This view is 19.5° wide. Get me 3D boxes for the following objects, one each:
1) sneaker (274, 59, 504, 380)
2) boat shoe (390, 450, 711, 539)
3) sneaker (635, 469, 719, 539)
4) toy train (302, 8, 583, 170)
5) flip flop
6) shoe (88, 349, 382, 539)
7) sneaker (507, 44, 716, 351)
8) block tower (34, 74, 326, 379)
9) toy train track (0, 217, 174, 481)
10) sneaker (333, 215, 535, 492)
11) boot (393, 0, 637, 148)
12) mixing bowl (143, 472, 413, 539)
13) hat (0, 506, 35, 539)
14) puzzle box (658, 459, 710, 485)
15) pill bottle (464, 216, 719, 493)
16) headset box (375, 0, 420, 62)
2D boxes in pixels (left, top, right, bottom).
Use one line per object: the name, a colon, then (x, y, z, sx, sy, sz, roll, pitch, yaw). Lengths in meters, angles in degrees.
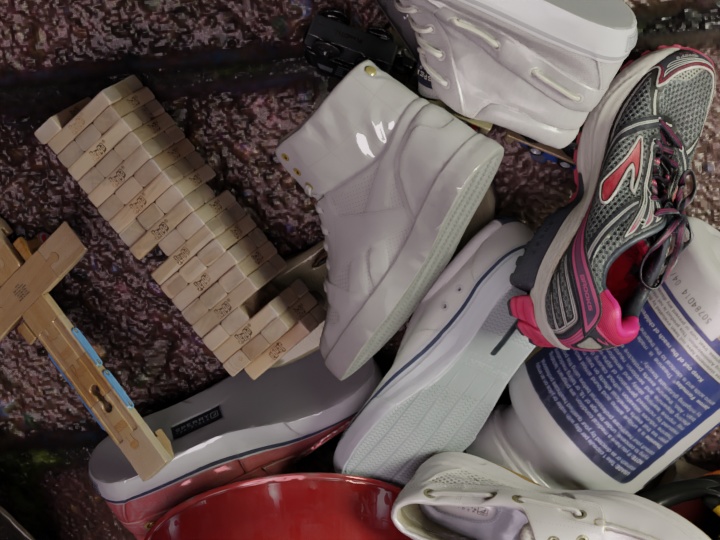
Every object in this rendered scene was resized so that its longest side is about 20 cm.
sneaker: (-0.004, -0.033, 1.216, 0.116, 0.074, 0.200, 38, 131, 11)
boat shoe: (0.111, 0.165, 1.228, 0.200, 0.069, 0.071, 12, 114, 24)
sneaker: (0.238, 0.152, 1.294, 0.200, 0.090, 0.070, -15, 87, -8)
toy train: (0.059, -0.103, 1.255, 0.200, 0.034, 0.046, 21, 155, -3)
flip flop: (0.000, 0.000, 1.293, 0.200, 0.058, 0.081, -32, 107, 11)
shoe: (-0.069, 0.121, 1.351, 0.200, 0.072, 0.091, -23, 127, 6)
sneaker: (0.164, -0.039, 1.214, 0.081, 0.075, 0.200, 37, 70, -37)
block tower: (-0.107, -0.028, 1.267, 0.058, 0.054, 0.200, -40, 91, 26)
toy train track: (-0.180, 0.044, 1.319, 0.115, 0.033, 0.200, -42, 80, 27)
sneaker: (0.052, 0.053, 1.286, 0.073, 0.071, 0.200, 30, 110, -35)
boot: (0.045, -0.137, 1.148, 0.200, 0.074, 0.096, 27, 122, 0)
mixing bowl: (-0.038, 0.223, 1.317, 0.200, 0.109, 0.200, -5, 144, -3)
hat: (-0.268, 0.204, 1.393, 0.200, 0.081, 0.201, 5, 120, 8)
puzzle box: (0.268, 0.217, 1.383, 0.200, 0.025, 0.133, 23, 113, -5)
pill bottle: (0.162, 0.069, 1.283, 0.111, 0.111, 0.200, 43, 109, -13)
headset box: (0.041, -0.244, 1.181, 0.148, 0.075, 0.200, -31, 107, 16)
